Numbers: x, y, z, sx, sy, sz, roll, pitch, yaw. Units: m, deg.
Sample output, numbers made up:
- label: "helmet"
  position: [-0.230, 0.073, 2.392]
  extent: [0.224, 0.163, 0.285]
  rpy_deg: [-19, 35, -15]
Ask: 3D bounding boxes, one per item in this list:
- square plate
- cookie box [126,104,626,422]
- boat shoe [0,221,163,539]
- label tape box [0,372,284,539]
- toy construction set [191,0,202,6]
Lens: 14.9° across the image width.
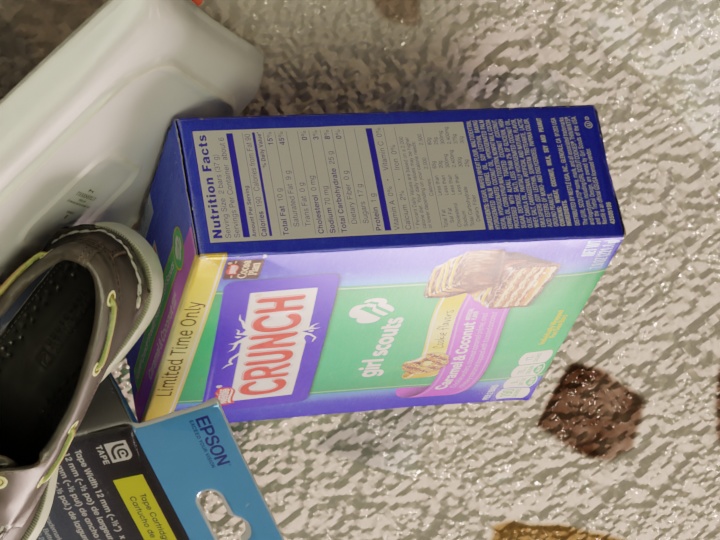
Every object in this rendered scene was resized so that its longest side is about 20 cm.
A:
- label: "square plate"
  position: [-0.130, -0.038, 1.204]
  extent: [0.198, 0.200, 0.028]
  rpy_deg: [-44, 77, 4]
- label: "cookie box"
  position: [0.000, 0.000, 1.275]
  extent: [0.200, 0.075, 0.171]
  rpy_deg: [-3, 152, -16]
- label: "boat shoe"
  position: [-0.160, 0.067, 1.205]
  extent: [0.072, 0.061, 0.201]
  rpy_deg: [33, 103, 11]
- label: "label tape box"
  position: [-0.130, 0.119, 1.299]
  extent: [0.200, 0.066, 0.143]
  rpy_deg: [-15, 123, 16]
- label: "toy construction set"
  position: [-0.090, -0.215, 1.177]
  extent: [0.131, 0.092, 0.200]
  rpy_deg: [1, 105, -19]
